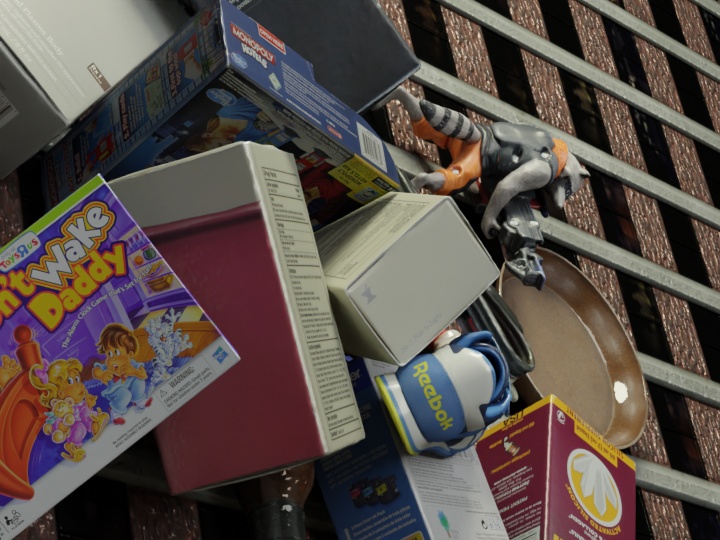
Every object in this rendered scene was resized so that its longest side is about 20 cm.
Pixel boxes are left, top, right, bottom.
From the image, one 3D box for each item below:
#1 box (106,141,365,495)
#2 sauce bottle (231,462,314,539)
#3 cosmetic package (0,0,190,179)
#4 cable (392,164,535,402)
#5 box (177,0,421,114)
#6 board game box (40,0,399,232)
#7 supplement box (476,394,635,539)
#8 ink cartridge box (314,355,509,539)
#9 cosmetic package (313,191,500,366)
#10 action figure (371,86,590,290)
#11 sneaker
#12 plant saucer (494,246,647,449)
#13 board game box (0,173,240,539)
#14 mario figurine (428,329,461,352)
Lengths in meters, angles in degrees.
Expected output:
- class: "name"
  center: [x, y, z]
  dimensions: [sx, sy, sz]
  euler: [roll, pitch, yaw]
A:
- class: "box"
  center: [-0.081, 0.030, 1.253]
  dimensions: [0.128, 0.108, 0.201]
  euler: [3, 72, -79]
- class: "sauce bottle"
  center: [-0.065, 0.117, 1.356]
  dimensions: [0.066, 0.066, 0.201]
  euler: [27, 42, -38]
- class: "cosmetic package"
  center: [-0.214, -0.161, 1.380]
  dimensions: [0.107, 0.090, 0.200]
  euler: [49, 36, -11]
- class: "cable"
  center: [0.068, 0.017, 1.455]
  dimensions: [0.200, 0.050, 0.097]
  euler: [50, 12, -26]
- class: "box"
  center: [-0.064, -0.195, 1.499]
  dimensions: [0.200, 0.117, 0.197]
  euler: [55, -3, -4]
- class: "board game box"
  center: [-0.111, -0.077, 1.355]
  dimensions: [0.200, 0.199, 0.062]
  euler: [33, 39, -48]
- class: "supplement box"
  center: [0.150, 0.214, 1.537]
  dimensions: [0.110, 0.085, 0.201]
  euler: [39, 37, -26]
- class: "ink cartridge box"
  center: [0.028, 0.141, 1.430]
  dimensions: [0.136, 0.076, 0.201]
  euler: [18, 49, -60]
- class: "cosmetic package"
  center: [0.000, 0.000, 1.396]
  dimensions: [0.103, 0.200, 0.073]
  euler: [-41, 111, -16]
- class: "action figure"
  center: [0.119, -0.084, 1.724]
  dimensions: [0.193, 0.105, 0.200]
  euler: [6, 40, -29]
- class: "sneaker"
  center: [0.073, 0.085, 1.381]
  dimensions: [0.074, 0.082, 0.200]
  euler: [62, 12, 5]
- class: "plant saucer"
  center: [0.180, 0.074, 1.746]
  dimensions: [0.200, 0.034, 0.201]
  euler: [34, 38, -31]
- class: "board game box"
  center: [-0.188, 0.058, 1.131]
  dimensions: [0.135, 0.200, 0.045]
  euler: [52, -4, -6]
- class: "mario figurine"
  center: [0.050, 0.006, 1.557]
  dimensions: [0.123, 0.106, 0.200]
  euler: [17, 27, 4]
